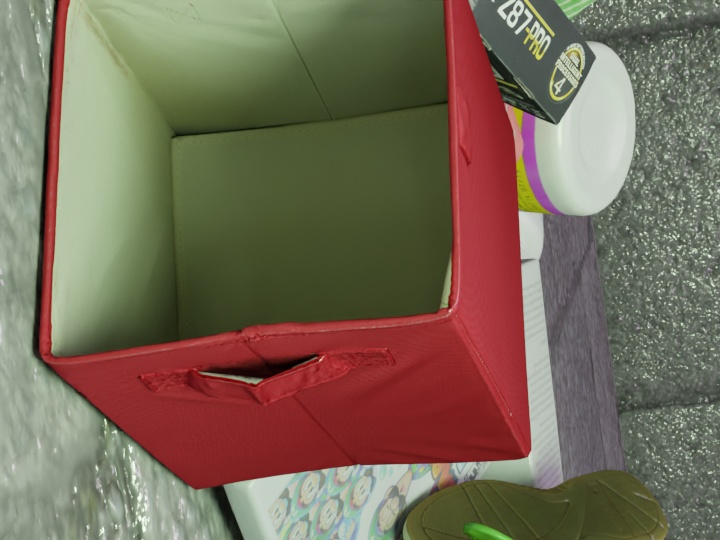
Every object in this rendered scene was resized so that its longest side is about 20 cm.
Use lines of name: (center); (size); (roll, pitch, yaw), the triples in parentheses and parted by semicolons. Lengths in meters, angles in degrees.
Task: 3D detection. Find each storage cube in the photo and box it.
storage cube: (-0.023, -0.020, 0.742); (0.180, 0.169, 0.202); (58, 27, -62)

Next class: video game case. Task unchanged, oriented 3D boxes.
video game case: (0.006, 0.106, 0.917); (0.182, 0.024, 0.201); (-51, 146, -30)

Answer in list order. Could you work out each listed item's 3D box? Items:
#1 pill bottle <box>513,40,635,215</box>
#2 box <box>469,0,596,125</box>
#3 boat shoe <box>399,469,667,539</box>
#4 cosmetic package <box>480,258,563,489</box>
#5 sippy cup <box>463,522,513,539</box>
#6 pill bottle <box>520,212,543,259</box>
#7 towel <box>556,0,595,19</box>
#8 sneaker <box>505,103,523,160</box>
pill bottle: (0.064, -0.092, 1.065); (0.104, 0.198, 0.106); (-11, 104, -54)
box: (0.005, -0.154, 0.856); (0.049, 0.199, 0.161); (-60, 148, -2)
boat shoe: (0.097, 0.164, 0.993); (0.199, 0.066, 0.072); (-3, 47, -41)
cosmetic package: (0.085, 0.098, 1.102); (0.101, 0.070, 0.202); (-13, 96, -73)
sippy cup: (0.015, 0.213, 0.830); (0.178, 0.130, 0.140); (-44, 165, -48)
pill bottle: (0.093, -0.055, 1.385); (0.114, 0.112, 0.201); (69, 19, -47)
towel: (0.075, -0.212, 1.126); (0.153, 0.199, 0.023); (55, 9, -12)
sneaker: (0.019, -0.115, 0.984); (0.200, 0.074, 0.087); (45, 4, 34)
